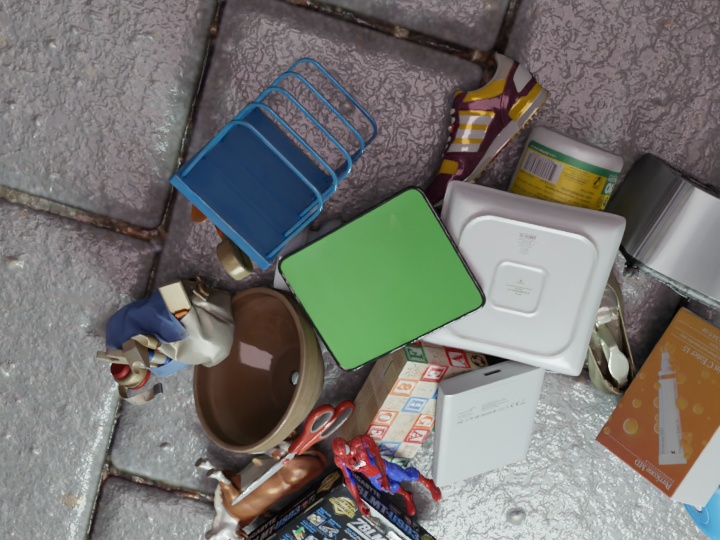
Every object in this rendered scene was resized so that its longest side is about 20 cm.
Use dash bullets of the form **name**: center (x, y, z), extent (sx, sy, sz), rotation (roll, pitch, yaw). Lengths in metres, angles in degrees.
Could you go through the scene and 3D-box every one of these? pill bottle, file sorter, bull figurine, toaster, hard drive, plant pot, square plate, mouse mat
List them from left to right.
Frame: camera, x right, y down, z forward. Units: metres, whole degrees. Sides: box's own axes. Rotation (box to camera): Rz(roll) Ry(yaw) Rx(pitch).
- **bull figurine**: center (-0.143, 0.281, 1.179), extent (0.200, 0.065, 0.121), rotation (-36, 118, 6)
- **plant pot**: center (-0.110, 0.127, 1.104), extent (0.093, 0.201, 0.201), rotation (18, 110, -46)
- **file sorter**: center (-0.085, -0.129, 0.982), extent (0.139, 0.200, 0.123), rotation (44, 127, -10)
- **pill bottle**: center (0.000, 0.000, 1.078), extent (0.200, 0.113, 0.113), rotation (11, 105, -2)
- **mouse mat**: center (0.022, 0.014, 1.006), extent (0.200, 0.008, 0.161), rotation (-28, 99, 21)
- **hard drive**: center (0.156, 0.189, 1.104), extent (0.132, 0.027, 0.200), rotation (-15, 137, -13)
- **square plate**: center (0.175, 0.015, 0.995), extent (0.200, 0.028, 0.198), rotation (12, 111, 3)
- **pill bottle**: center (0.219, -0.059, 1.049), extent (0.113, 0.113, 0.200), rotation (19, 105, -4)
- **toaster**: center (0.387, -0.035, 1.017), extent (0.181, 0.200, 0.119), rotation (25, 109, -5)

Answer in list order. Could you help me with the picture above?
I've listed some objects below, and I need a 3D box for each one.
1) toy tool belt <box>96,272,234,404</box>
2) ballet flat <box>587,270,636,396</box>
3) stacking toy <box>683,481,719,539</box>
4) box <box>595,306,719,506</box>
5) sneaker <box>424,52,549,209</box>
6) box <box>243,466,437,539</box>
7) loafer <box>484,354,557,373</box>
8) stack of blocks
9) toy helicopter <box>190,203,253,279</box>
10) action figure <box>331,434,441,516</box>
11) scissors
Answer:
- **toy tool belt**: center (-0.261, 0.076, 1.092), extent (0.200, 0.125, 0.123), rotation (-30, 143, 21)
- **ballet flat**: center (0.307, 0.070, 1.115), extent (0.069, 0.069, 0.200), rotation (-18, 104, 6)
- **stacking toy**: center (0.521, 0.261, 1.158), extent (0.200, 0.116, 0.110), rotation (-23, 113, -7)
- **box**: center (0.406, 0.167, 1.085), extent (0.097, 0.124, 0.200), rotation (22, 101, -43)
- **sneaker**: center (0.127, -0.163, 1.057), extent (0.090, 0.075, 0.200), rotation (42, 96, -1)
- **box**: center (-0.022, 0.378, 1.189), extent (0.200, 0.050, 0.198), rotation (42, 111, -18)
- **loafer**: center (0.180, 0.084, 1.134), extent (0.200, 0.063, 0.072), rotation (9, 135, 5)
- **stack of blocks**: center (0.062, 0.166, 1.109), extent (0.115, 0.059, 0.200), rotation (10, 128, -24)
- **toy helicopter**: center (-0.148, -0.060, 1.019), extent (0.079, 0.200, 0.132), rotation (-28, 120, 9)
- **action figure**: center (0.032, 0.268, 1.090), extent (0.065, 0.099, 0.200), rotation (-35, 130, 16)
- **scissors**: center (-0.083, 0.233, 1.125), extent (0.200, 0.073, 0.014), rotation (-50, 60, 18)
